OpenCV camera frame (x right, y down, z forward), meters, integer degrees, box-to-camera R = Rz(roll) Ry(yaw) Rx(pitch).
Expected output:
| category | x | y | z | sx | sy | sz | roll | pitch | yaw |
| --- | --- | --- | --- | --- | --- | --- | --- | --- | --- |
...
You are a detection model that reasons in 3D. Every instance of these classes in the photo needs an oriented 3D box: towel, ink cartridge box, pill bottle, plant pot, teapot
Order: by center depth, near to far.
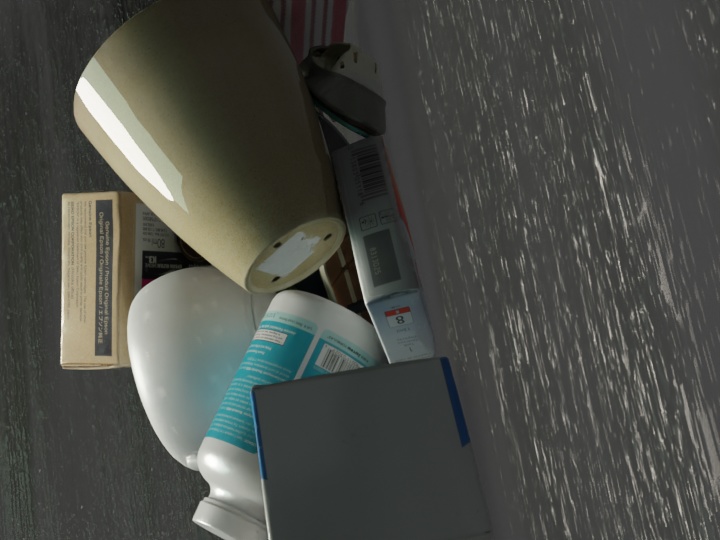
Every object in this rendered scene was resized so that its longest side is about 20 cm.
| category | x | y | z | sx | sy | sz | roll | pitch | yaw |
| --- | --- | --- | --- | --- | --- | --- | --- | --- | --- |
| ink cartridge box | 0.009 | 0.188 | 0.984 | 0.201 | 0.142 | 0.148 | 86 | 173 | -49 |
| plant pot | -0.101 | -0.087 | 1.112 | 0.201 | 0.186 | 0.188 | 57 | 167 | 21 |
| ink cartridge box | 0.034 | 0.019 | 1.122 | 0.201 | 0.050 | 0.164 | 64 | -170 | -49 |
| pill bottle | -0.062 | 0.126 | 1.139 | 0.111 | 0.110 | 0.202 | 94 | -158 | -74 |
| towel | -0.086 | -0.208 | 1.248 | 0.030 | 0.199 | 0.147 | 42 | 153 | 21 |
| teapot | -0.113 | 0.082 | 1.277 | 0.197 | 0.144 | 0.202 | -50 | -59 | -77 |
| ink cartridge box | -0.209 | 0.010 | 1.387 | 0.199 | 0.074 | 0.167 | 0 | -92 | -64 |

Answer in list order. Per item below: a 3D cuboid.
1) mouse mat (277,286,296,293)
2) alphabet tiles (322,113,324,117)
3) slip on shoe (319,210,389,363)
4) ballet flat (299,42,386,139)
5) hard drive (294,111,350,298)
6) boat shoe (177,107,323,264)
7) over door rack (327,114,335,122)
| category | x | y | z | sx | sy | sz | roll | pitch | yaw |
| --- | --- | --- | --- | --- | --- | --- | --- | --- | --- |
| mouse mat | -0.102 | 0.061 | 1.417 | 0.200 | 0.007 | 0.163 | -46 | 40 | 42 |
| alphabet tiles | -0.042 | -0.154 | 1.438 | 0.201 | 0.014 | 0.197 | 67 | -178 | -46 |
| slip on shoe | 0.000 | 0.000 | 1.265 | 0.061 | 0.075 | 0.202 | -123 | 15 | -59 |
| ballet flat | -0.015 | -0.160 | 1.185 | 0.064 | 0.067 | 0.200 | -62 | 20 | 6 |
| hard drive | -0.036 | -0.056 | 1.282 | 0.200 | 0.042 | 0.136 | 55 | -133 | -59 |
| boat shoe | -0.117 | -0.085 | 1.313 | 0.203 | 0.074 | 0.075 | -54 | -4 | 21 |
| over door rack | -0.044 | -0.279 | 1.427 | 0.149 | 0.066 | 0.201 | -102 | -8 | -49 |
